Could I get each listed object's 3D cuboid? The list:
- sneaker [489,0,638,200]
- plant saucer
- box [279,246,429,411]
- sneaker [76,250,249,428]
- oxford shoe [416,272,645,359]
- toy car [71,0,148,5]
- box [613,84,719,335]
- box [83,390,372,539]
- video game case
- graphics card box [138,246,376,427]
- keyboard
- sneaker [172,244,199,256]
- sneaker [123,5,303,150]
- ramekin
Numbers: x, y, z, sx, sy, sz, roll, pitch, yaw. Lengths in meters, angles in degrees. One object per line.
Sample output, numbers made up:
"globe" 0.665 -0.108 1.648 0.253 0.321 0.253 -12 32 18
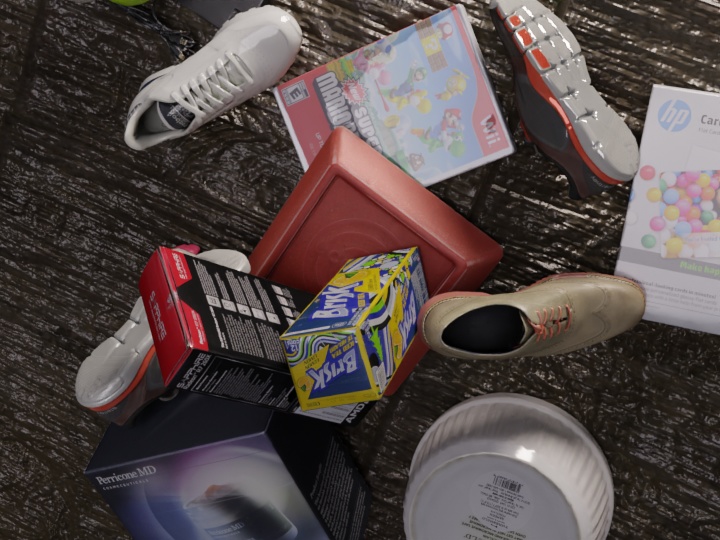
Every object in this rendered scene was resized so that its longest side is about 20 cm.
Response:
"sneaker" 0.156 -0.147 0.841 0.082 0.077 0.200 -40 73 47
"plant saucer" 0.000 0.000 0.930 0.199 0.037 0.200 37 113 2
"box" 0.002 0.043 0.814 0.070 0.200 0.065 -11 104 19
"sneaker" -0.176 0.065 0.917 0.200 0.082 0.077 -44 42 -13
"oxford shoe" 0.151 0.047 0.817 0.199 0.075 0.071 -10 99 -4
"toy car" -0.233 -0.343 0.868 0.174 0.150 0.201 -8 94 15
"box" 0.308 -0.047 0.830 0.155 0.041 0.201 12 104 15
"box" -0.123 0.208 0.948 0.199 0.123 0.199 -16 118 20
"video game case" 0.029 -0.142 0.912 0.199 0.017 0.143 -20 95 21
"graphics card box" -0.085 0.059 0.834 0.051 0.200 0.126 -53 41 24
"keyboard" -0.187 -0.287 0.951 0.200 0.021 0.127 36 104 9
"sneaker" -0.156 0.072 0.988 0.081 0.075 0.200 -33 91 21
"sneaker" -0.139 -0.175 0.917 0.200 0.081 0.076 -29 113 25
"ramekin" 0.133 0.225 0.911 0.199 0.105 0.201 4 103 18
